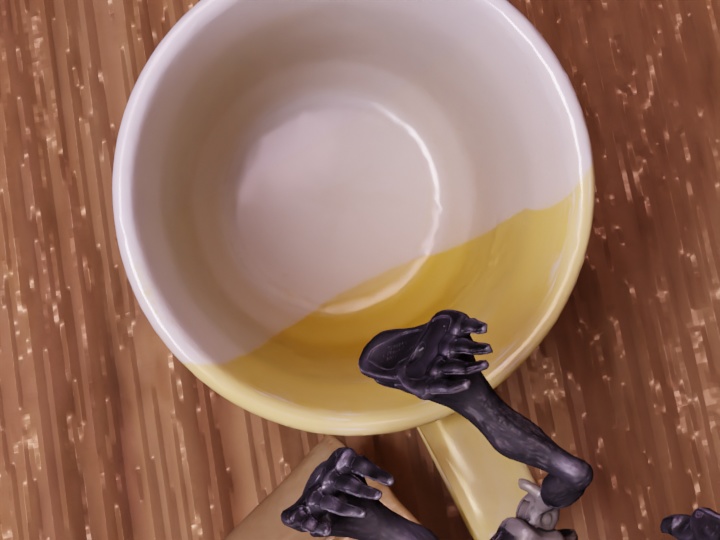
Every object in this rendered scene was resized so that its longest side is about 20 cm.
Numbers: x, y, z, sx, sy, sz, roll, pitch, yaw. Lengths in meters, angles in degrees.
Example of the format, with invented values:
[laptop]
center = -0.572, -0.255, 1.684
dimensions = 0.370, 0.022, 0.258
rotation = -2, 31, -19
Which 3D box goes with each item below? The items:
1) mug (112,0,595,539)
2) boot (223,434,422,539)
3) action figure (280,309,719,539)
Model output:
[mug]
center = -0.008, -0.006, 0.981
dimensions = 0.149, 0.153, 0.187
rotation = 5, 89, -4
[boot]
center = -0.075, 0.129, 1.004
dimensions = 0.200, 0.066, 0.175
rotation = -43, 77, -3
[action figure]
center = 0.071, 0.105, 0.893
dimensions = 0.119, 0.200, 0.102
rotation = -51, 26, -2
